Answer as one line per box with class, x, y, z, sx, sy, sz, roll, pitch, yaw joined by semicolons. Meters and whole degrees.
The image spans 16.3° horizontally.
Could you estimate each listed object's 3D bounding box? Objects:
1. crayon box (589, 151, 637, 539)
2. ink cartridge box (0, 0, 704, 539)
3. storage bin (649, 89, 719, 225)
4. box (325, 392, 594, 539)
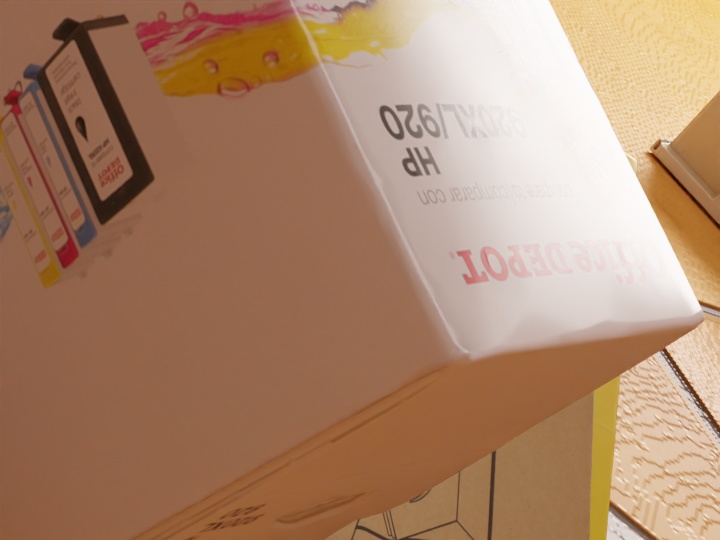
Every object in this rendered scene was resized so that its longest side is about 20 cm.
crayon box;0.000;0.000;0.861;0.200;0.058;0.173;28;54;-27
ink cartridge box;-0.035;-0.037;0.650;0.147;0.144;0.200;-4;66;-60
storage bin;0.299;-0.029;1.425;0.199;0.094;0.200;51;24;22
box;-0.010;0.056;0.771;0.200;0.021;0.164;23;58;-31
